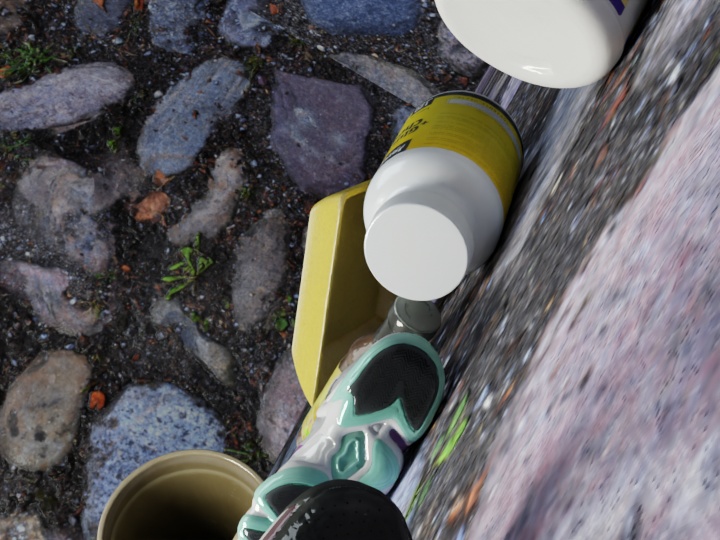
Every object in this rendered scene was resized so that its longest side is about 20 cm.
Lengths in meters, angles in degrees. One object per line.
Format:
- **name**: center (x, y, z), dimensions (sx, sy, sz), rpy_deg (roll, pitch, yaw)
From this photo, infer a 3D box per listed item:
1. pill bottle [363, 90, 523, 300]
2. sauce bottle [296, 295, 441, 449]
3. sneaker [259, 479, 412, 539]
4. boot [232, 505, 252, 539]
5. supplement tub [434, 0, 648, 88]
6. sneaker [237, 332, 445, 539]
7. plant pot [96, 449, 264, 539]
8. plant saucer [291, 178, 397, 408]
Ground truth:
- **pill bottle**: center (0.065, -0.061, 0.931), dimensions (0.113, 0.111, 0.200), rpy_deg (-60, 1, 32)
- **sauce bottle**: center (0.006, 0.094, 0.945), dimensions (0.201, 0.064, 0.065), rpy_deg (-62, 0, 43)
- **sneaker**: center (-0.017, 0.165, 0.365), dimensions (0.115, 0.075, 0.202), rpy_deg (140, 149, -73)
- **boot**: center (-0.105, 0.283, 1.022), dimensions (0.201, 0.072, 0.155), rpy_deg (-59, 2, 4)
- **supplement tub**: center (0.154, -0.249, 0.822), dimensions (0.201, 0.145, 0.145), rpy_deg (-61, 1, -15)
- **sneaker**: center (-0.010, 0.129, 0.801), dimensions (0.201, 0.078, 0.140), rpy_deg (-51, 0, 3)
- **plant pot**: center (-0.187, 0.332, 1.313), dimensions (0.174, 0.198, 0.201), rpy_deg (93, -159, -53)
- **plant saucer**: center (0.000, 0.000, 1.063), dimensions (0.200, 0.048, 0.202), rpy_deg (-27, -50, -58)
